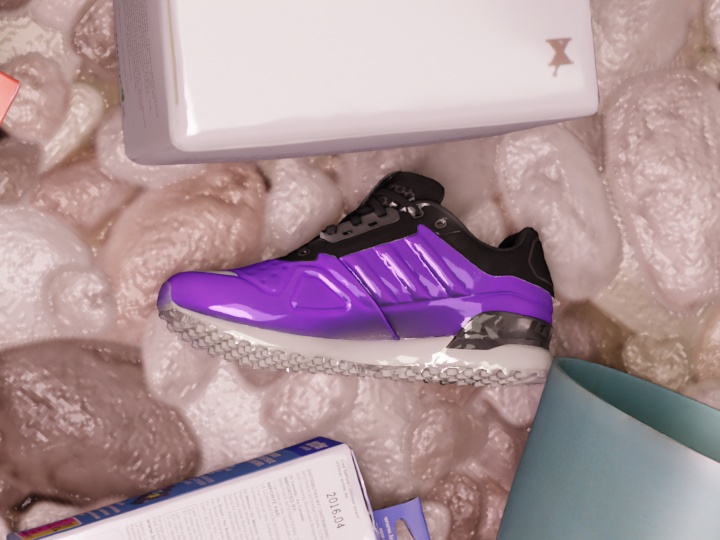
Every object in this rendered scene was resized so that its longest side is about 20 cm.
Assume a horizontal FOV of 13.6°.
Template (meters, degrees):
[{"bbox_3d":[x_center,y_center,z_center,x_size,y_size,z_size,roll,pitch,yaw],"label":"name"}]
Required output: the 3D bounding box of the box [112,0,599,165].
[{"bbox_3d":[-0.011,-0.155,1.399,0.198,0.171,0.201,-5,92,-12],"label":"box"}]

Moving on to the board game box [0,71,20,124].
[{"bbox_3d":[-0.256,-0.112,1.360,0.200,0.153,0.040,29,84,-11],"label":"board game box"}]

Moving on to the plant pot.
[{"bbox_3d":[0.149,0.155,1.429,0.200,0.201,0.161,23,97,-11],"label":"plant pot"}]

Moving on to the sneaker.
[{"bbox_3d":[0.000,0.000,1.460,0.199,0.070,0.100,6,82,-15],"label":"sneaker"}]

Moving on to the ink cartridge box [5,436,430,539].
[{"bbox_3d":[-0.055,0.163,1.441,0.199,0.076,0.137,-16,94,-9],"label":"ink cartridge box"}]
